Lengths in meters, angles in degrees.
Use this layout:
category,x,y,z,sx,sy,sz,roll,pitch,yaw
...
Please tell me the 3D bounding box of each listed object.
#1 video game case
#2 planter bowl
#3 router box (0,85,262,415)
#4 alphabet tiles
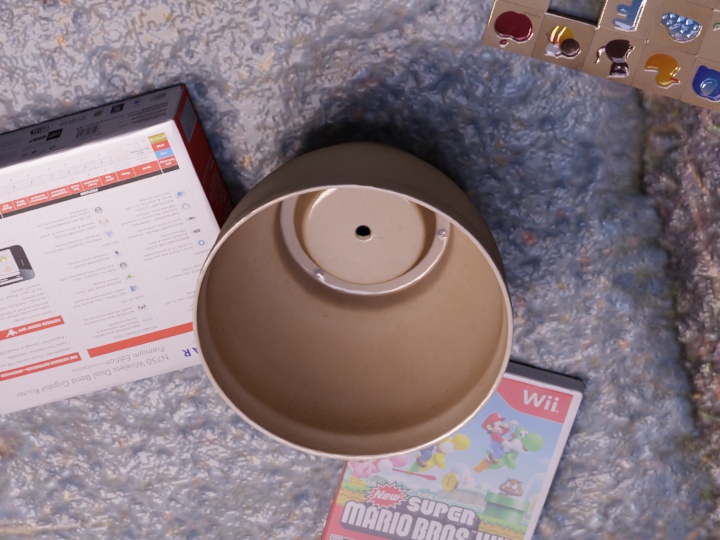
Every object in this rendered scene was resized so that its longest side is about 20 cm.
category,x,y,z,sx,sy,sz,roll,pitch,yaw
video game case,0.059,0.143,1.823,0.142,0.017,0.201,14,121,-4
planter bowl,0.000,0.000,1.672,0.198,0.135,0.202,2,122,4
router box,-0.179,-0.011,1.730,0.198,0.049,0.180,-14,119,13
alphabet tiles,0.193,-0.186,1.619,0.198,0.008,0.168,15,121,-5
